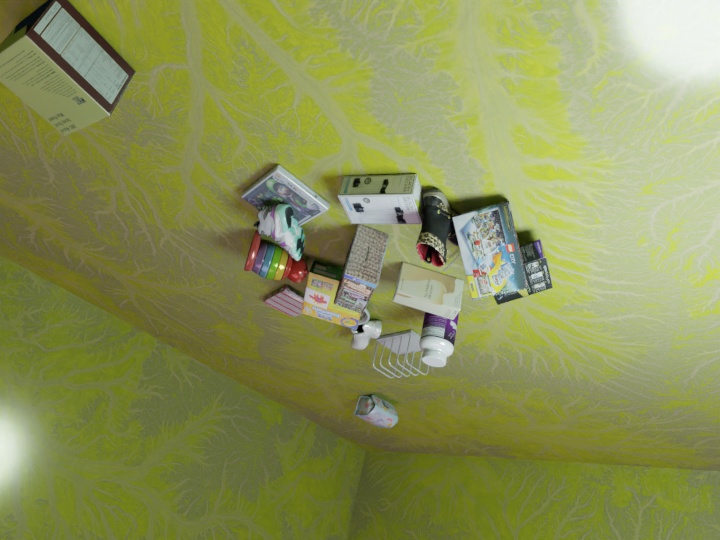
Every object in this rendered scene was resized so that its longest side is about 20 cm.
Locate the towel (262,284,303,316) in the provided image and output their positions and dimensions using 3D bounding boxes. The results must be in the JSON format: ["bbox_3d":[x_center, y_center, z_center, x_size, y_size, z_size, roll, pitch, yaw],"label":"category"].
[{"bbox_3d":[-0.270,0.119,1.987,0.144,0.031,0.198,31,150,-24],"label":"towel"}]

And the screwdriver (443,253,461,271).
[{"bbox_3d":[0.266,-0.041,1.430,0.028,0.029,0.200,-4,156,-27],"label":"screwdriver"}]

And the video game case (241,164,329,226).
[{"bbox_3d":[-0.206,-0.189,1.432,0.180,0.024,0.197,35,146,-28],"label":"video game case"}]

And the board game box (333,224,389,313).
[{"bbox_3d":[0.000,0.000,1.505,0.094,0.164,0.201,17,150,-4],"label":"board game box"}]

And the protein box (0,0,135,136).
[{"bbox_3d":[-0.638,-0.430,1.129,0.193,0.139,0.200,-6,144,33],"label":"protein box"}]

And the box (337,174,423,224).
[{"bbox_3d":[0.054,-0.172,1.288,0.193,0.062,0.118,3,148,22],"label":"box"}]

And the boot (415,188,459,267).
[{"bbox_3d":[0.198,-0.079,1.277,0.071,0.155,0.200,-5,144,33],"label":"boot"}]

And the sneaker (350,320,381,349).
[{"bbox_3d":[-0.001,0.231,1.977,0.096,0.080,0.200,17,143,-21],"label":"sneaker"}]

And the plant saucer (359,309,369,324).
[{"bbox_3d":[-0.056,0.124,1.857,0.193,0.052,0.202,13,151,7],"label":"plant saucer"}]

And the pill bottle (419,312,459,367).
[{"bbox_3d":[0.247,0.192,1.659,0.108,0.206,0.114,11,152,6],"label":"pill bottle"}]

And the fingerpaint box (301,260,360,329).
[{"bbox_3d":[-0.082,0.081,1.712,0.193,0.074,0.171,16,123,1],"label":"fingerpaint box"}]

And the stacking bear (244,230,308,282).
[{"bbox_3d":[-0.258,-0.023,1.660,0.194,0.117,0.122,19,152,-14],"label":"stacking bear"}]

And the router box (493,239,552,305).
[{"bbox_3d":[0.401,0.010,1.347,0.152,0.054,0.200,-18,150,16],"label":"router box"}]

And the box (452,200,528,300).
[{"bbox_3d":[0.306,-0.045,1.241,0.132,0.207,0.038,-12,-173,23],"label":"box"}]

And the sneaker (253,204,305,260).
[{"bbox_3d":[-0.239,-0.112,1.488,0.135,0.079,0.204,7,140,18],"label":"sneaker"}]

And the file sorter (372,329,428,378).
[{"bbox_3d":[0.158,0.328,2.017,0.137,0.128,0.197,35,146,-30],"label":"file sorter"}]

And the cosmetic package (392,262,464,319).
[{"bbox_3d":[0.201,0.061,1.564,0.193,0.108,0.072,15,150,-2],"label":"cosmetic package"}]

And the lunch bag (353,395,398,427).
[{"bbox_3d":[0.089,0.732,2.739,0.167,0.131,0.198,31,158,-21],"label":"lunch bag"}]
